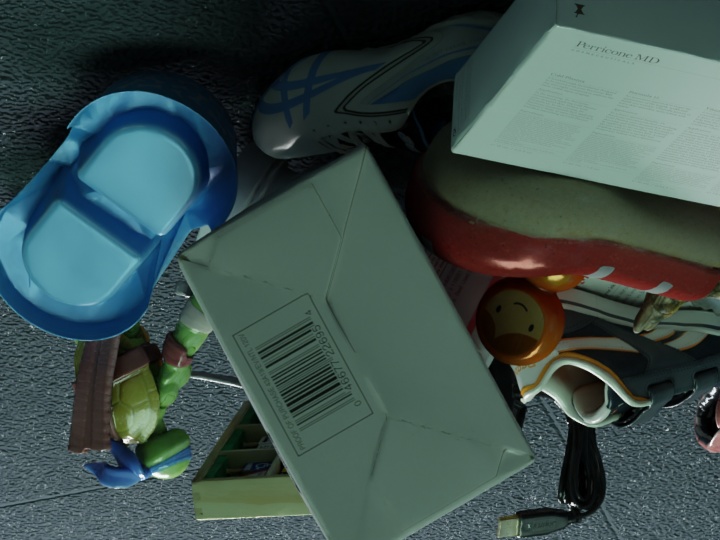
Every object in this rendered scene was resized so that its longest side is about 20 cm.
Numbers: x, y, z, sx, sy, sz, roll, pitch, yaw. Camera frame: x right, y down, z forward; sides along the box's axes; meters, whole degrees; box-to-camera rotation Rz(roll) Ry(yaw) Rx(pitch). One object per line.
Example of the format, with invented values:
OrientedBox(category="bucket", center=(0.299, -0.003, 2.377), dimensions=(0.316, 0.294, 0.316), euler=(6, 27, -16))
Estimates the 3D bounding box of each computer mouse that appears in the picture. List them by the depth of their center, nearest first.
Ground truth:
OrientedBox(category="computer mouse", center=(0.073, 0.110, 1.679), dimensions=(0.199, 0.142, 0.046), euler=(0, 168, -25))

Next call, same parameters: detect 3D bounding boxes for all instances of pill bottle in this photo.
OrientedBox(category="pill bottle", center=(0.000, 0.000, 1.599), dimensions=(0.199, 0.109, 0.109), euler=(28, 156, 5))

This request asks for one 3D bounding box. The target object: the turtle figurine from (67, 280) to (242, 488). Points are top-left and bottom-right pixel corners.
OrientedBox(category="turtle figurine", center=(-0.141, 0.030, 1.700), dimensions=(0.199, 0.195, 0.144), euler=(-34, -175, -11))

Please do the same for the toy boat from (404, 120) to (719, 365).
OrientedBox(category="toy boat", center=(0.106, -0.007, 1.426), dimensions=(0.199, 0.131, 0.130), euler=(13, -163, -43))

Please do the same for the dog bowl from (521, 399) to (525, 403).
OrientedBox(category="dog bowl", center=(0.032, 0.042, 1.790), dimensions=(0.198, 0.079, 0.200), euler=(1, 156, 1))

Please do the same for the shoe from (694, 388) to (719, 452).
OrientedBox(category="shoe", center=(0.317, 0.111, 1.906), dimensions=(0.090, 0.072, 0.200), euler=(5, 172, -7))

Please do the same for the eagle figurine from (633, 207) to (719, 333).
OrientedBox(category="eagle figurine", center=(0.260, 0.006, 1.563), dimensions=(0.199, 0.152, 0.151), euler=(4, 174, -34))

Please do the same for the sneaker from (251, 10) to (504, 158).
OrientedBox(category="sneaker", center=(0.012, -0.096, 1.494), dimensions=(0.199, 0.073, 0.072), euler=(-16, 152, 37))

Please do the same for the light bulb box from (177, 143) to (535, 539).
OrientedBox(category="light bulb box", center=(-0.008, 0.046, 1.437), dimensions=(0.124, 0.199, 0.200), euler=(-28, -178, -4))

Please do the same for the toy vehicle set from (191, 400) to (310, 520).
OrientedBox(category="toy vehicle set", center=(-0.035, 0.123, 1.706), dimensions=(0.123, 0.027, 0.200), euler=(-4, -168, 8))

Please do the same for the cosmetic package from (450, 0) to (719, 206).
OrientedBox(category="cosmetic package", center=(0.164, -0.093, 1.291), dimensions=(0.198, 0.052, 0.151), euler=(11, 158, -15))

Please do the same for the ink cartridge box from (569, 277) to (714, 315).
OrientedBox(category="ink cartridge box", center=(0.179, -0.012, 1.675), dimensions=(0.198, 0.068, 0.116), euler=(8, 154, -14))

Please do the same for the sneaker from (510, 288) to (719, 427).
OrientedBox(category="sneaker", center=(0.186, 0.068, 1.674), dimensions=(0.198, 0.080, 0.078), euler=(9, 154, -19))

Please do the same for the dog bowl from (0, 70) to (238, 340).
OrientedBox(category="dog bowl", center=(-0.150, -0.043, 1.559), dimensions=(0.111, 0.050, 0.200), euler=(35, 122, -12))
